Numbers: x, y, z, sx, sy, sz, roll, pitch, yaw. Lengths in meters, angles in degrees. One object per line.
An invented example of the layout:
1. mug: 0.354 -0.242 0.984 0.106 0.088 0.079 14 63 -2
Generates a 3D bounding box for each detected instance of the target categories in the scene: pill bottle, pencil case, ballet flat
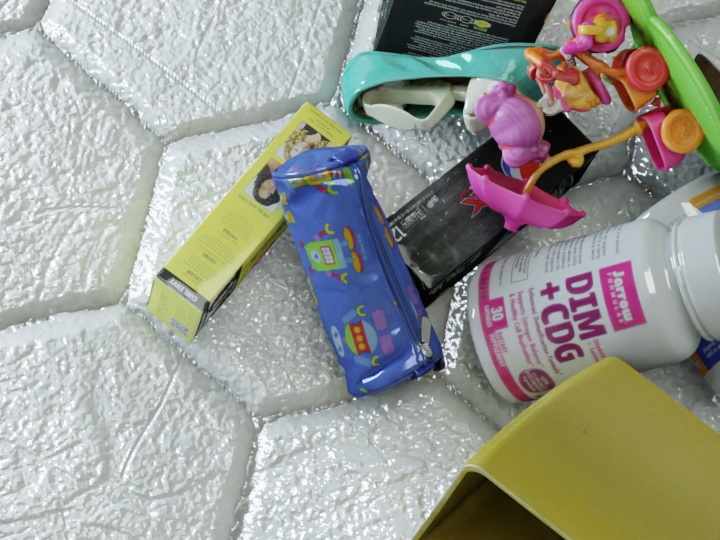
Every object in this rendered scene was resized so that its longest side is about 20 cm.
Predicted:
1. pill bottle: 0.304 0.030 1.568 0.112 0.112 0.200 -26 74 -19
2. pill bottle: 0.193 0.025 1.498 0.200 0.113 0.113 -17 66 23
3. pencil case: 0.000 0.000 1.502 0.078 0.087 0.200 -31 105 -45
4. ballet flat: 0.077 -0.142 1.595 0.200 0.067 0.070 1 59 22

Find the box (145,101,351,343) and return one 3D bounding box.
1. box: -0.088 -0.039 1.548 0.050 0.075 0.200 37 65 4

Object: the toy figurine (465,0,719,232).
1. toy figurine: 0.163 -0.117 1.514 0.184 0.150 0.200 -30 99 -2

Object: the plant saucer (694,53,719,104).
1. plant saucer: 0.317 -0.084 1.587 0.034 0.200 0.200 -34 75 6

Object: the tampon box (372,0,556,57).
1. tampon box: 0.095 -0.258 1.603 0.126 0.200 0.150 14 67 -5

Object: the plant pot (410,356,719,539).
1. plant pot: 0.173 0.187 1.442 0.200 0.200 0.176 38 55 7

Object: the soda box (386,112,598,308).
1. soda box: 0.098 -0.053 1.592 0.200 0.063 0.071 -38 79 -22
